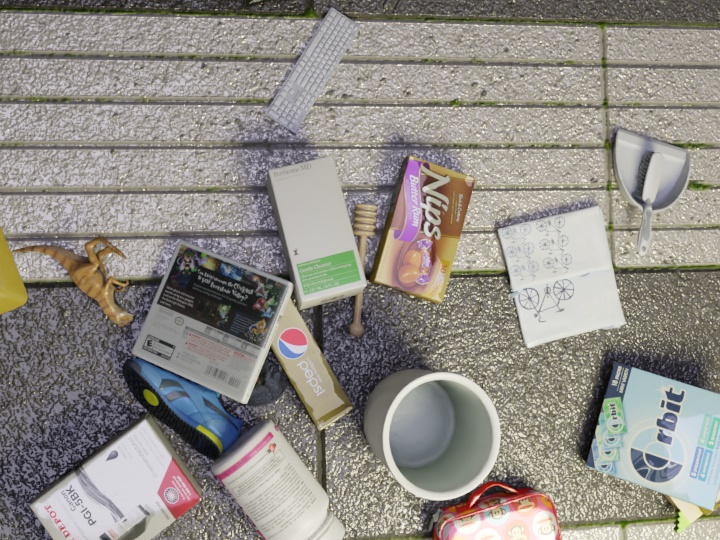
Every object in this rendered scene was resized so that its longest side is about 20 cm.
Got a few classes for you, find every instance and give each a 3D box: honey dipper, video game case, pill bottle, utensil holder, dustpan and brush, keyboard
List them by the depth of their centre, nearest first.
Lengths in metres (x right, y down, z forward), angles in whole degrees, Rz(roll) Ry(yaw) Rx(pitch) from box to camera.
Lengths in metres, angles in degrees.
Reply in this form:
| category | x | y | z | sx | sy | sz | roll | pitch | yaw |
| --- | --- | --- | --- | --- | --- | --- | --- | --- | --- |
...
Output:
| category | x | y | z | sx | sy | sz | roll | pitch | yaw |
| --- | --- | --- | --- | --- | --- | --- | --- | --- | --- |
| utensil holder | 0.095 | 0.230 | 1.325 | 0.166 | 0.200 | 0.174 | 1 | 86 | -9 |
| video game case | -0.216 | 0.071 | 1.327 | 0.196 | 0.023 | 0.185 | 20 | 82 | 19 |
| pill bottle | -0.117 | 0.330 | 1.328 | 0.113 | 0.113 | 0.201 | -37 | 93 | -9 |
| honey dipper | 0.000 | 0.000 | 1.404 | 0.037 | 0.038 | 0.205 | 6 | 88 | -9 |
| keyboard | -0.074 | -0.313 | 1.421 | 0.056 | 0.011 | 0.202 | 32 | 82 | -7 |
| dustpan and brush | 0.466 | -0.121 | 1.475 | 0.137 | 0.057 | 0.205 | 14 | 85 | -9 |

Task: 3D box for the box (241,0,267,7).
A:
| category | x | y | z | sx | sy | sz | roll | pitch | yaw |
| --- | --- | --- | --- | --- | --- | --- | --- | --- | --- |
| box | -0.137 | -0.529 | 1.404 | 0.157 | 0.044 | 0.204 | -18 | 90 | -9 |

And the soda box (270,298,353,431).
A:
| category | x | y | z | sx | sy | sz | roll | pitch | yaw |
| --- | --- | --- | --- | --- | --- | --- | --- | --- | --- |
| soda box | -0.088 | 0.136 | 1.365 | 0.063 | 0.068 | 0.202 | -31 | 92 | -9 |

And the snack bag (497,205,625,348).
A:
| category | x | y | z | sx | sy | sz | roll | pitch | yaw |
| --- | --- | --- | --- | --- | --- | --- | --- | --- | --- |
| snack bag | 0.325 | 0.012 | 1.465 | 0.184 | 0.021 | 0.205 | -12 | 89 | -10 |

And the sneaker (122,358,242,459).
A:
| category | x | y | z | sx | sy | sz | roll | pitch | yaw |
| --- | --- | --- | --- | --- | --- | --- | --- | --- | --- |
| sneaker | -0.262 | 0.190 | 1.345 | 0.199 | 0.066 | 0.079 | 38 | 50 | 3 |

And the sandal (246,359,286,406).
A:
| category | x | y | z | sx | sy | sz | roll | pitch | yaw |
| --- | --- | --- | --- | --- | --- | --- | --- | --- | --- |
| sandal | -0.202 | 0.142 | 1.356 | 0.198 | 0.048 | 0.076 | 30 | 82 | -6 |

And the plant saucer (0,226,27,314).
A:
| category | x | y | z | sx | sy | sz | roll | pitch | yaw |
| --- | --- | --- | --- | --- | --- | --- | --- | --- | --- |
| plant saucer | -0.606 | -0.011 | 1.297 | 0.196 | 0.048 | 0.204 | -22 | 91 | -11 |

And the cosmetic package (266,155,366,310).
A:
| category | x | y | z | sx | sy | sz | roll | pitch | yaw |
| --- | --- | --- | --- | --- | --- | --- | --- | --- | --- |
| cosmetic package | -0.068 | -0.055 | 1.357 | 0.105 | 0.085 | 0.204 | -15 | 82 | -10 |

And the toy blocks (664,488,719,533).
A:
| category | x | y | z | sx | sy | sz | roll | pitch | yaw |
| --- | --- | --- | --- | --- | --- | --- | --- | --- | --- |
| toy blocks | 0.536 | 0.298 | 1.457 | 0.199 | 0.100 | 0.138 | -39 | 80 | 0 |

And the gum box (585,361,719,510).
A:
| category | x | y | z | sx | sy | sz | roll | pitch | yaw |
| --- | --- | --- | --- | --- | --- | --- | --- | --- | --- |
| gum box | 0.470 | 0.256 | 1.421 | 0.196 | 0.045 | 0.173 | 16 | 82 | 18 |

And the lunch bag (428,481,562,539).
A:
| category | x | y | z | sx | sy | sz | roll | pitch | yaw |
| --- | --- | --- | --- | --- | --- | --- | --- | --- | --- |
| lunch bag | 0.209 | 0.415 | 1.394 | 0.195 | 0.082 | 0.180 | -11 | 88 | -9 |

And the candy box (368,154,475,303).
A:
| category | x | y | z | sx | sy | sz | roll | pitch | yaw |
| --- | --- | --- | --- | --- | --- | --- | --- | --- | --- |
| candy box | 0.096 | -0.063 | 1.414 | 0.114 | 0.056 | 0.204 | 17 | 86 | -8 |

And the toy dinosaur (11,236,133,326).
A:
| category | x | y | z | sx | sy | sz | roll | pitch | yaw |
| --- | --- | --- | --- | --- | --- | --- | --- | --- | --- |
| toy dinosaur | -0.403 | -0.003 | 1.325 | 0.199 | 0.060 | 0.107 | 42 | 83 | -5 |

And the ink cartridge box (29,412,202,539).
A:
| category | x | y | z | sx | sy | sz | roll | pitch | yaw |
| --- | --- | --- | --- | --- | --- | --- | --- | --- | --- |
| ink cartridge box | -0.347 | 0.326 | 1.304 | 0.199 | 0.083 | 0.148 | -37 | 94 | -10 |
